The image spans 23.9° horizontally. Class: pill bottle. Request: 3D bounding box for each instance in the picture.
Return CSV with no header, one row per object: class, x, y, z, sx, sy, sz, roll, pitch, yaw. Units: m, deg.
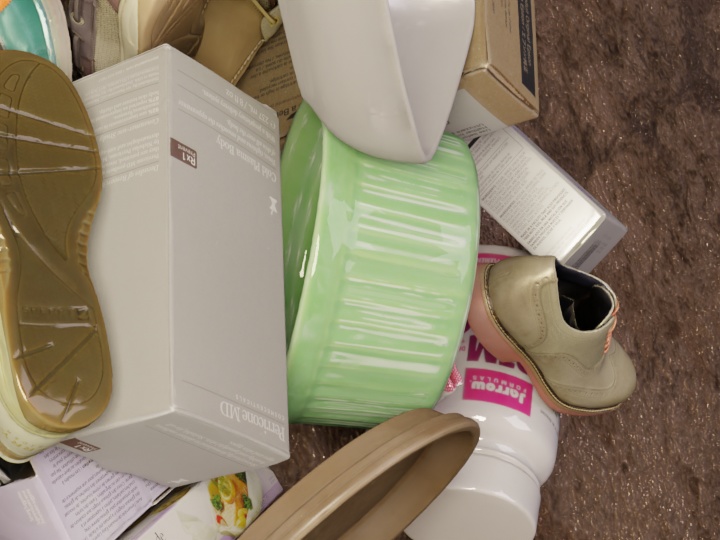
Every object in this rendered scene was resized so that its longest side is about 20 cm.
pill bottle,0.085,0.091,1.195,0.113,0.113,0.201,45,40,-38

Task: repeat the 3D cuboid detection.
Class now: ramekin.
ramekin,0.000,0.000,1.007,0.097,0.200,0.201,10,59,-11

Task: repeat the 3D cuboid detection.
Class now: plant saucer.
plant saucer,-0.016,0.144,0.957,0.030,0.200,0.200,49,26,18

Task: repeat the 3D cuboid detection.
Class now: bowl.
bowl,0.004,-0.176,0.923,0.201,0.074,0.201,-73,156,-51

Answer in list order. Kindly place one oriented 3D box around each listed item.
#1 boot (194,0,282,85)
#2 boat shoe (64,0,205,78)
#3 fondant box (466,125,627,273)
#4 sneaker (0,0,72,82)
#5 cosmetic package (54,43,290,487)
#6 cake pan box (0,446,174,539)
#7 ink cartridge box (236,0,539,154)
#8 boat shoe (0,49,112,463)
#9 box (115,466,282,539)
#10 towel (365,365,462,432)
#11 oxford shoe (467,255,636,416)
boot,-0.034,-0.190,1.072,0.072,0.154,0.201,44,61,-44
boat shoe,-0.128,-0.136,0.930,0.065,0.200,0.072,43,73,2
fondant box,0.096,-0.081,1.228,0.200,0.058,0.144,45,8,13
sneaker,-0.215,-0.161,0.893,0.080,0.071,0.201,-24,102,-39
cosmetic package,-0.099,0.001,0.879,0.107,0.090,0.201,28,50,-54
cake pan box,-0.152,0.039,0.903,0.185,0.052,0.200,64,32,-11
ink cartridge box,0.014,-0.156,1.118,0.075,0.199,0.166,34,49,-49
boat shoe,-0.164,-0.011,0.821,0.073,0.063,0.202,5,63,-39
box,-0.097,0.143,0.912,0.039,0.041,0.200,59,22,-3
towel,0.036,0.021,1.140,0.030,0.147,0.201,10,58,-11
oxford shoe,0.145,0.046,1.132,0.200,0.073,0.071,31,48,-50
